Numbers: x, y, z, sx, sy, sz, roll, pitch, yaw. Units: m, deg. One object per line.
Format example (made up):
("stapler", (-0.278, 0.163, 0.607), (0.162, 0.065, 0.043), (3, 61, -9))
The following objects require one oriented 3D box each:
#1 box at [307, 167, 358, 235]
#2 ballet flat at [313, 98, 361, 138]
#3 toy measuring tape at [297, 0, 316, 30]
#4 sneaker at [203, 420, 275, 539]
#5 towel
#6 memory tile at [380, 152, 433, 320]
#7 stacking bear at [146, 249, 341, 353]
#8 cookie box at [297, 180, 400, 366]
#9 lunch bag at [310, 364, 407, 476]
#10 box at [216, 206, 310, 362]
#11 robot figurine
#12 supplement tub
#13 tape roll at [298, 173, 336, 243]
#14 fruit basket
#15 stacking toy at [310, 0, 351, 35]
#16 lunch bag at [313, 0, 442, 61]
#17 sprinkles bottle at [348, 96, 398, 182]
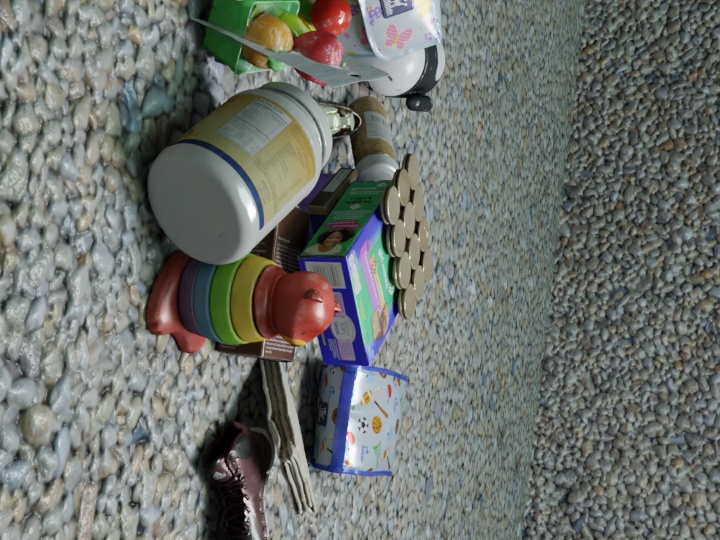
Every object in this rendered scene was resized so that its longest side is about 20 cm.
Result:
("box", (-0.024, -0.028, 1.520), (0.121, 0.032, 0.203), (-55, 144, -52))
("ballet flat", (-0.051, -0.214, 1.538), (0.200, 0.070, 0.070), (-26, 116, -66))
("toy measuring tape", (-0.096, -0.353, 1.403), (0.201, 0.072, 0.075), (62, 38, -54))
("sneaker", (-0.167, 0.284, 1.345), (0.116, 0.074, 0.203), (46, 41, -56))
("towel", (-0.099, 0.218, 1.438), (0.201, 0.034, 0.134), (-107, -175, -52))
("memory tile", (0.065, -0.048, 1.480), (0.154, 0.017, 0.203), (-60, 145, -53))
("stacking bear", (-0.123, 0.037, 1.221), (0.121, 0.197, 0.116), (46, 52, -62))
("cookie box", (0.000, 0.000, 1.442), (0.201, 0.074, 0.173), (-59, 144, -50))
("lunch bag", (-0.009, 0.228, 1.659), (0.200, 0.122, 0.173), (32, 64, -74))
("box", (-0.125, 0.013, 1.390), (0.100, 0.074, 0.204), (22, 75, -67))
("robot figurine", (0.064, -0.343, 1.749), (0.200, 0.149, 0.126), (-20, 135, -67))
("supplement tub", (-0.131, -0.116, 1.218), (0.200, 0.142, 0.146), (-48, 138, -44))
("tape roll", (-0.050, -0.041, 1.581), (0.200, 0.065, 0.204), (4, 90, -70))
("fruit basket", (-0.082, -0.260, 1.285), (0.095, 0.198, 0.185), (-63, 167, 23))
("stacking toy", (-0.059, -0.401, 1.376), (0.085, 0.084, 0.203), (-31, 108, -64))
("lunch bag", (0.010, -0.389, 1.491), (0.128, 0.197, 0.171), (-64, 150, -44))
("sprinkles bottle", (0.018, -0.187, 1.627), (0.201, 0.067, 0.069), (-98, 175, -51))
